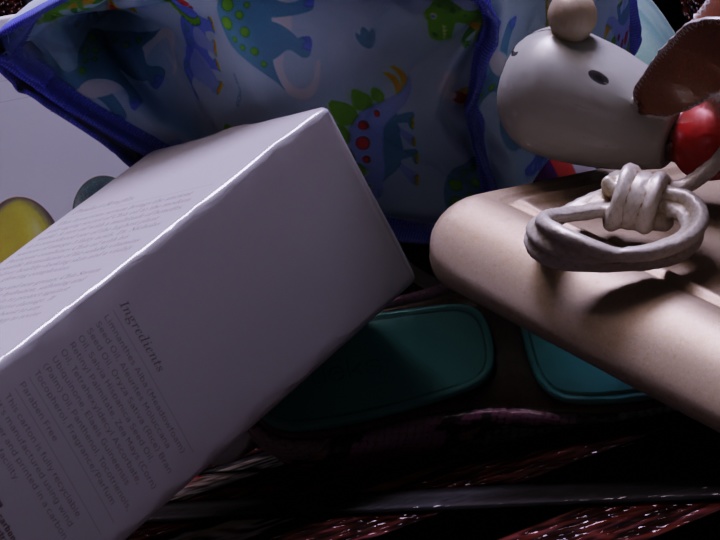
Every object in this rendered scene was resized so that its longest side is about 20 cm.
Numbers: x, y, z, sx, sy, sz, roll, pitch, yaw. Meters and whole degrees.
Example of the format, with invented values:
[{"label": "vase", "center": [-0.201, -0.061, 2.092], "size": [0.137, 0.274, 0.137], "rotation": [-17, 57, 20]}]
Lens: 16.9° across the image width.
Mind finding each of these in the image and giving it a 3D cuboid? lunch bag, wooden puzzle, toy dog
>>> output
[{"label": "lunch bag", "center": [-0.013, -0.100, 0.907], "size": [0.200, 0.128, 0.170], "rotation": [12, 33, 20]}, {"label": "wooden puzzle", "center": [0.151, 0.002, 0.751], "size": [0.200, 0.037, 0.185], "rotation": [-18, 29, -32]}, {"label": "toy dog", "center": [0.142, -0.065, 0.735], "size": [0.200, 0.096, 0.132], "rotation": [1, 24, 3]}]

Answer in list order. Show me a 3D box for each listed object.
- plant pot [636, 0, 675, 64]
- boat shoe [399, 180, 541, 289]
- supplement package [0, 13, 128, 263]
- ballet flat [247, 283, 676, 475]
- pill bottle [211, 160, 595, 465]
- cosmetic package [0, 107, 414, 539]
[{"label": "plant pot", "center": [0.062, -0.043, 1.139], "size": [0.200, 0.200, 0.134], "rotation": [-13, 23, 10]}, {"label": "boat shoe", "center": [0.111, -0.020, 0.894], "size": [0.200, 0.068, 0.072], "rotation": [3, 37, 5]}, {"label": "supplement package", "center": [-0.155, -0.006, 1.084], "size": [0.152, 0.200, 0.151], "rotation": [-15, 4, -35]}, {"label": "ballet flat", "center": [0.057, 0.032, 0.852], "size": [0.200, 0.069, 0.071], "rotation": [-13, -22, 10]}, {"label": "pill bottle", "center": [0.000, 0.000, 0.973], "size": [0.200, 0.113, 0.112], "rotation": [-30, 13, -39]}, {"label": "cosmetic package", "center": [-0.087, 0.031, 0.780], "size": [0.101, 0.071, 0.200], "rotation": [-10, 25, 48]}]
